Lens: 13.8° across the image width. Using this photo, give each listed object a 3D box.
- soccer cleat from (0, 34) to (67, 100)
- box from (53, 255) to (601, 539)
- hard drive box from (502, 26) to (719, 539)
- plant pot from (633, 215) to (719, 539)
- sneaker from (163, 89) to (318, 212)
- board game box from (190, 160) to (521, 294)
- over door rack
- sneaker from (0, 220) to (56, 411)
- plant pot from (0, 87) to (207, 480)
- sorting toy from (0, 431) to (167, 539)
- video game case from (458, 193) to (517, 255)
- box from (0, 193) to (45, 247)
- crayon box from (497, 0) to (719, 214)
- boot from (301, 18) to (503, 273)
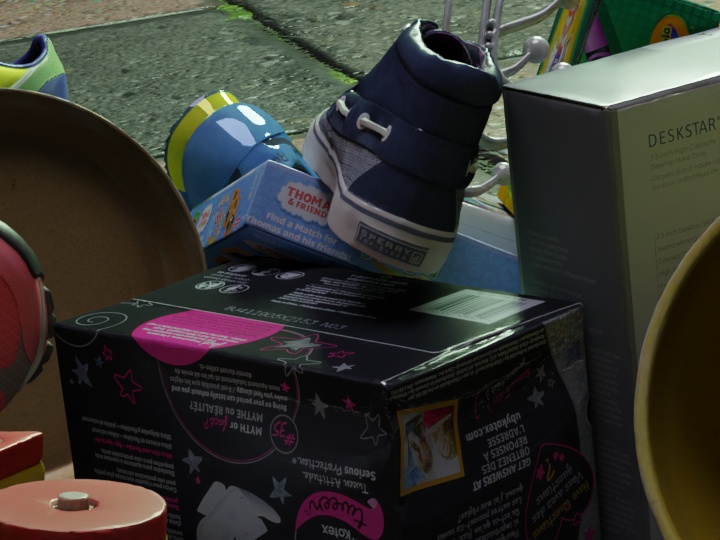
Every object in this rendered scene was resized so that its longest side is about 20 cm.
[{"bbox_3d":[-0.302,-0.120,2.089,0.200,0.084,0.065,-13,18,-23],"label":"soccer cleat"},{"bbox_3d":[-0.014,0.071,1.267,0.200,0.115,0.132,9,20,43],"label":"box"},{"bbox_3d":[0.152,0.005,1.281,0.156,0.201,0.077,-15,18,-31],"label":"hard drive box"},{"bbox_3d":[0.215,0.063,1.135,0.199,0.201,0.142,-1,-10,16],"label":"plant pot"},{"bbox_3d":[-0.043,-0.019,1.575,0.078,0.200,0.066,38,78,26],"label":"sneaker"},{"bbox_3d":[0.000,0.000,1.423,0.151,0.037,0.200,21,-8,-11],"label":"board game box"},{"bbox_3d":[0.066,-0.151,1.365,0.066,0.201,0.148,-2,-18,-10],"label":"over door rack"},{"bbox_3d":[-0.192,0.066,1.275,0.074,0.200,0.087,28,31,-1],"label":"sneaker"},{"bbox_3d":[-0.170,0.015,1.394,0.199,0.201,0.027,-11,-2,-15],"label":"plant pot"},{"bbox_3d":[-0.170,0.109,1.097,0.198,0.070,0.200,-6,14,-34],"label":"sorting toy"},{"bbox_3d":[0.101,-0.010,1.483,0.199,0.024,0.182,19,4,-9],"label":"video game case"},{"bbox_3d":[-0.250,0.022,1.487,0.200,0.044,0.160,15,67,53],"label":"box"},{"bbox_3d":[0.114,-0.075,1.408,0.058,0.119,0.200,18,4,-3],"label":"crayon box"},{"bbox_3d":[0.025,-0.067,1.294,0.073,0.091,0.200,20,13,-12],"label":"boot"}]
